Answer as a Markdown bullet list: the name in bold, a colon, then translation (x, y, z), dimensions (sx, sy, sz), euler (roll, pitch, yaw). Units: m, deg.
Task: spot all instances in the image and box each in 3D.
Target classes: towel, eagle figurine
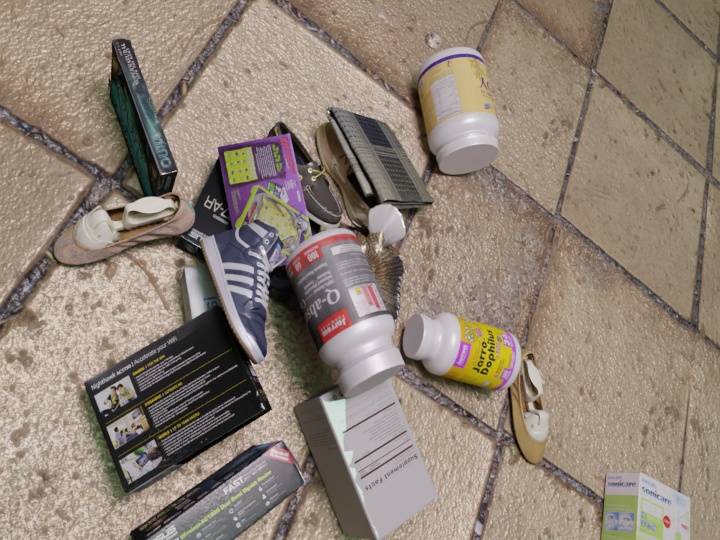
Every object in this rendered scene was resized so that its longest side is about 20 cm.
- **towel**: translation (0.037, -0.193, 1.004), dimensions (0.190, 0.034, 0.204), euler (-6, 63, -56)
- **eagle figurine**: translation (0.002, 0.006, 0.907), dimensions (0.154, 0.148, 0.202), euler (62, 37, -27)

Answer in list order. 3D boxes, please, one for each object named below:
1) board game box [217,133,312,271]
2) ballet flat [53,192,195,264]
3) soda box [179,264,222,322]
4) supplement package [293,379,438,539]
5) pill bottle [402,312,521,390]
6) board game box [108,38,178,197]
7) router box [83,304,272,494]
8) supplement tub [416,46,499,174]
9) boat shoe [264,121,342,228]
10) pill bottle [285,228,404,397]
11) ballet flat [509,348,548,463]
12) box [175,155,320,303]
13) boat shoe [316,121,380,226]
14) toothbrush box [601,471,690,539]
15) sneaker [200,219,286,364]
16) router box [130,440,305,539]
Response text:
- **board game box**: translation (-0.143, -0.101, 0.858), dimensions (0.116, 0.032, 0.207), euler (-12, 78, -6)
- **ballet flat**: translation (-0.328, -0.067, 0.774), dimensions (0.194, 0.068, 0.070), euler (-21, 72, -17)
- **soda box**: translation (-0.210, 0.097, 0.806), dimensions (0.066, 0.063, 0.207), euler (-7, 77, -26)
- **supplement package**: translation (0.005, 0.264, 0.828), dimensions (0.117, 0.121, 0.206), euler (-19, 83, -31)
- **pill bottle**: translation (0.173, 0.136, 0.971), dimensions (0.194, 0.104, 0.108), euler (17, 65, -21)
- **board game box**: translation (-0.317, -0.201, 0.811), dimensions (0.027, 0.135, 0.206), euler (-18, 81, -30)
- **router box**: translation (-0.232, 0.162, 0.722), dimensions (0.196, 0.051, 0.152), euler (-29, 77, -6)
- **supplement tub**: translation (0.194, -0.312, 1.111), dimensions (0.141, 0.145, 0.208), euler (-2, 73, -27)
- **boat shoe**: translation (-0.092, -0.157, 0.920), dimensions (0.202, 0.061, 0.071), euler (50, 32, 16)
- **pill bottle**: translation (-0.020, 0.057, 0.775), dimensions (0.113, 0.116, 0.205), euler (-14, 68, -30)
- **ballet flat**: translation (0.310, 0.245, 1.029), dimensions (0.066, 0.063, 0.208), euler (-2, 74, -27)
- **box**: translation (-0.170, -0.066, 0.895), dimensions (0.196, 0.043, 0.164), euler (29, 61, -16)
- **boat shoe**: translation (-0.016, -0.181, 1.002), dimensions (0.070, 0.065, 0.206), euler (-19, 82, -31)
- **toothbrush box**: translation (0.528, 0.502, 1.044), dimensions (0.143, 0.086, 0.205), euler (28, 61, -17)
- **sneaker**: translation (-0.137, 0.017, 0.751), dimensions (0.106, 0.071, 0.203), euler (-23, 60, -10)
- **router box**: translation (-0.180, 0.296, 0.703), dimensions (0.197, 0.149, 0.063), euler (-29, 86, -32)
